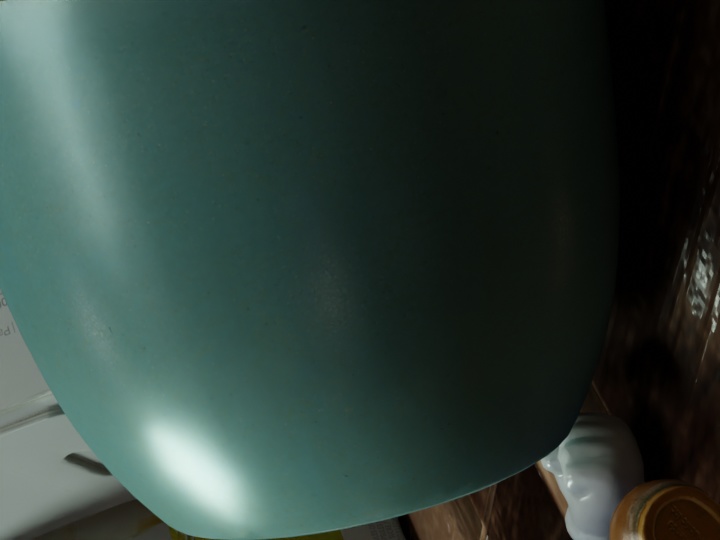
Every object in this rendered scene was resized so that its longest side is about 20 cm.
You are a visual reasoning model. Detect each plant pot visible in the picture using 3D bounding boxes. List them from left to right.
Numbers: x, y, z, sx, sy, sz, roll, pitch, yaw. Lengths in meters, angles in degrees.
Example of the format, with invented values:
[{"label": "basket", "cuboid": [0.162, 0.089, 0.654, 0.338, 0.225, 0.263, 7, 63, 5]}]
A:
[{"label": "plant pot", "cuboid": [-0.015, -0.017, 0.658, 0.200, 0.200, 0.162, -168, 63, -71]}]

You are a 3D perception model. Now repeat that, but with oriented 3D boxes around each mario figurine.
[{"label": "mario figurine", "cuboid": [0.035, 0.115, 0.679, 0.106, 0.123, 0.200, 65, 156, 9]}]

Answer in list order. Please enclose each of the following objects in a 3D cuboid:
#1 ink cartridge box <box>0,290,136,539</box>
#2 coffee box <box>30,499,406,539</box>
[{"label": "ink cartridge box", "cuboid": [-0.138, -0.014, 0.827, 0.145, 0.144, 0.201, 39, -150, -67]}, {"label": "coffee box", "cuboid": [-0.091, 0.173, 0.965, 0.200, 0.197, 0.200, 105, 151, -52]}]
